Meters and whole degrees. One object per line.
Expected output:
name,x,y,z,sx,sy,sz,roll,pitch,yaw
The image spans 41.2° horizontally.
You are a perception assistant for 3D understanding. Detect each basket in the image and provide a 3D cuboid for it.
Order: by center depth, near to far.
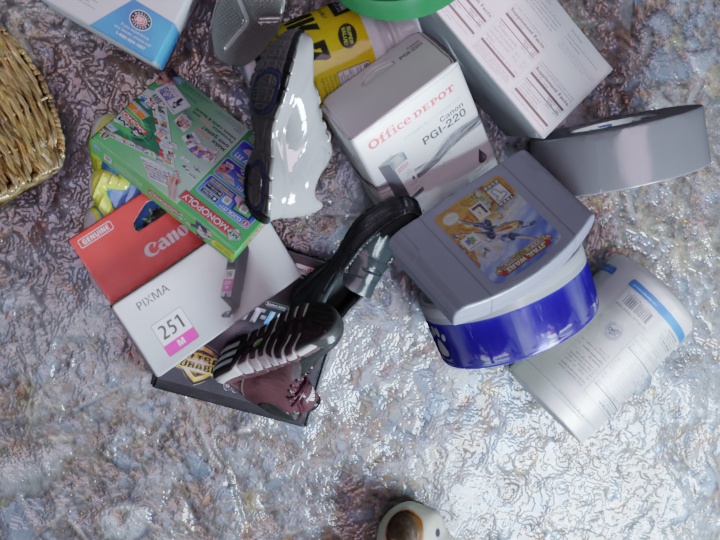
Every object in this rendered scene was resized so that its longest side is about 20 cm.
basket,-0.430,-0.171,1.056,0.142,0.148,0.202,-36,104,-36

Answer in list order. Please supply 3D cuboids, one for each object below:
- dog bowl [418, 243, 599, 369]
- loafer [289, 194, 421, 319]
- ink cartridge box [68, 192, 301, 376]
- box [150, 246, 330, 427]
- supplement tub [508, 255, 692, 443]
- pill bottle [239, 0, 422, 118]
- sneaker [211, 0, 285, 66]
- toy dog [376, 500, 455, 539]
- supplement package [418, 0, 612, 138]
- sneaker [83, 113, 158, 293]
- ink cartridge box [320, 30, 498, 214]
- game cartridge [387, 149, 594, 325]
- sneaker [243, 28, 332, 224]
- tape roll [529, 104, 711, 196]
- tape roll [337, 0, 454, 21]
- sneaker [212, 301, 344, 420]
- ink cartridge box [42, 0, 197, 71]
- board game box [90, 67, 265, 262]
dog bowl,0.171,0.032,1.107,0.197,0.200,0.080,-24,103,-5
loafer,0.000,0.000,1.063,0.068,0.071,0.201,20,123,-45
ink cartridge box,-0.191,-0.013,1.060,0.199,0.043,0.175,-35,102,-16
box,-0.129,0.064,1.143,0.197,0.050,0.202,17,96,-11
supplement tub,0.292,0.094,1.170,0.200,0.132,0.132,-45,102,1
pill bottle,-0.033,-0.238,1.081,0.197,0.114,0.116,-23,101,-5
sneaker,-0.107,-0.313,0.996,0.069,0.080,0.203,13,110,-16
toy dog,0.046,0.384,1.186,0.192,0.139,0.202,30,96,25
supplement package,0.160,-0.262,1.085,0.111,0.156,0.200,-43,102,1
sneaker,-0.258,-0.073,1.089,0.103,0.076,0.204,2,97,-10
ink cartridge box,0.063,-0.141,1.076,0.145,0.085,0.201,-36,135,-3
game cartridge,0.145,-0.035,1.014,0.199,0.042,0.133,-34,58,-17
sneaker,-0.071,-0.151,1.012,0.086,0.074,0.204,-3,111,-34
tape roll,0.296,-0.138,1.102,0.197,0.200,0.067,-13,99,-7
tape roll,0.039,-0.362,0.987,0.197,0.048,0.204,-2,80,12
sneaker,-0.065,0.108,1.068,0.116,0.198,0.076,45,47,-24
ink cartridge box,-0.231,-0.340,1.018,0.145,0.146,0.202,28,92,-12
board game box,-0.177,-0.119,1.055,0.199,0.029,0.135,38,60,3
